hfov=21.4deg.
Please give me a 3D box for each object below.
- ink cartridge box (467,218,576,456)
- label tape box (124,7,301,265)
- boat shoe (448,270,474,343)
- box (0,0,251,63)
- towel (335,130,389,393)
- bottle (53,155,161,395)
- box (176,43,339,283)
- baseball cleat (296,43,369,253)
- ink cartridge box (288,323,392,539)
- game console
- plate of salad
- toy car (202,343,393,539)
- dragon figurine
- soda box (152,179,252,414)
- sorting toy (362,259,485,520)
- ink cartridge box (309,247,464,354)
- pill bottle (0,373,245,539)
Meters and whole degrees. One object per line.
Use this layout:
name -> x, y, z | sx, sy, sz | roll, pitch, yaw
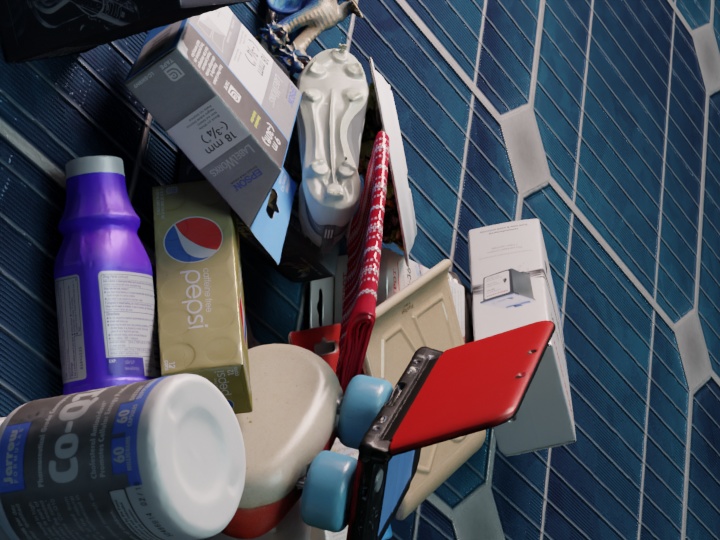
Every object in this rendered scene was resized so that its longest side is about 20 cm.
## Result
ink cartridge box -> 0.167, 0.069, 1.998 | 0.201, 0.085, 0.147 | -92, 168, -49
label tape box -> -0.099, -0.126, 1.591 | 0.200, 0.063, 0.145 | 49, 24, -21
boat shoe -> 0.099, 0.097, 1.969 | 0.057, 0.066, 0.202 | 21, 59, -49
box -> -0.203, -0.283, 1.488 | 0.104, 0.181, 0.202 | -19, 96, -58
towel -> 0.000, 0.000, 1.649 | 0.145, 0.022, 0.202 | 106, -8, -53
bottle -> -0.202, 0.012, 1.503 | 0.083, 0.065, 0.202 | 8, 73, -60
box -> -0.084, -0.103, 1.750 | 0.200, 0.051, 0.159 | 39, 48, -48
baseball cleat -> -0.034, -0.106, 1.723 | 0.107, 0.069, 0.201 | 107, -9, -49
ink cartridge box -> -0.042, 0.154, 1.716 | 0.116, 0.067, 0.202 | -7, 86, -60
game console -> 0.074, 0.140, 1.542 | 0.200, 0.117, 0.174 | -51, 152, -64
plate of salad -> 0.018, -0.100, 1.802 | 0.200, 0.047, 0.202 | -10, 90, -90
toy car -> -0.081, 0.183, 1.593 | 0.178, 0.182, 0.201 | -64, 162, -47
dragon figurine -> -0.056, -0.252, 1.831 | 0.059, 0.099, 0.200 | 60, 5, -27
soda box -> -0.129, 0.021, 1.549 | 0.064, 0.067, 0.201 | 83, -1, -49
sorting toy -> 0.054, 0.110, 1.801 | 0.185, 0.036, 0.202 | -33, 116, -57
ink cartridge box -> 0.028, 0.051, 1.865 | 0.199, 0.067, 0.118 | 24, 61, -54
pill bottle -> -0.190, 0.142, 1.349 | 0.113, 0.198, 0.115 | 28, 57, -53
